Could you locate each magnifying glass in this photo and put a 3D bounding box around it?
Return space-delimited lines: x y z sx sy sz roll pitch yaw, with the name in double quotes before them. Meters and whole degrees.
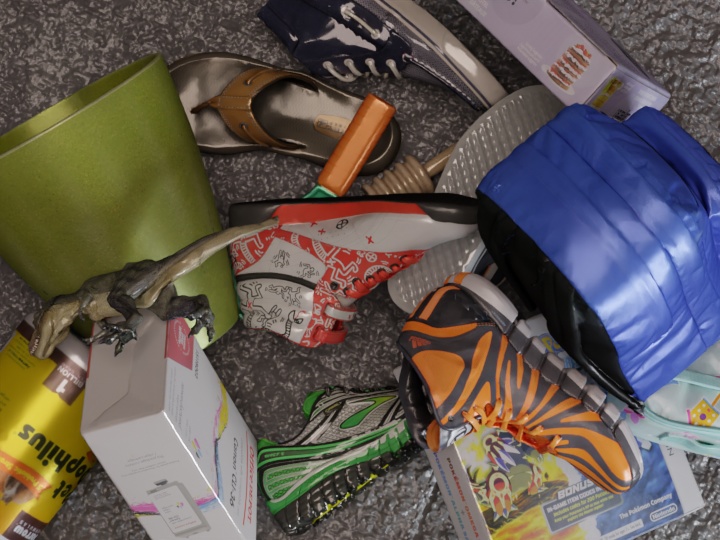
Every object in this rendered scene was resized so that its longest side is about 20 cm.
"magnifying glass" -0.034 -0.043 1.707 0.080 0.022 0.200 31 98 -1

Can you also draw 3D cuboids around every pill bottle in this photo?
"pill bottle" -0.260 0.136 1.667 0.109 0.109 0.200 38 86 2

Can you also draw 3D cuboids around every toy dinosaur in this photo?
"toy dinosaur" -0.144 0.019 1.555 0.200 0.088 0.047 -23 126 2

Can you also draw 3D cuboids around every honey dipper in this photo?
"honey dipper" 0.092 -0.105 1.729 0.200 0.038 0.038 -35 87 -5

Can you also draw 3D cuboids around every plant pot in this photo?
"plant pot" -0.178 -0.028 1.659 0.187 0.187 0.200 -31 101 -3

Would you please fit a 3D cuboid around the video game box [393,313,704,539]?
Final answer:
"video game box" 0.142 0.124 1.663 0.200 0.047 0.182 -19 83 -33

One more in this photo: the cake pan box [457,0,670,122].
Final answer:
"cake pan box" 0.127 -0.187 1.645 0.200 0.184 0.052 46 100 14

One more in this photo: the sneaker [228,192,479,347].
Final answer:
"sneaker" 0.000 0.000 1.656 0.201 0.067 0.108 -1 96 20

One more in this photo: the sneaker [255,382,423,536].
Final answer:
"sneaker" 0.005 0.110 1.690 0.200 0.078 0.085 -34 78 -8

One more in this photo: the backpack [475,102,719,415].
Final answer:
"backpack" 0.174 -0.030 1.549 0.168 0.200 0.163 -46 61 -1

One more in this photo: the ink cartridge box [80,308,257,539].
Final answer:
"ink cartridge box" -0.126 0.133 1.614 0.067 0.117 0.200 -16 131 13

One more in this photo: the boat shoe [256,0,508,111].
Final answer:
"boat shoe" 0.013 -0.168 1.721 0.200 0.075 0.093 41 92 10

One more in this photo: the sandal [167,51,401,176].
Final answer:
"sandal" -0.067 -0.118 1.717 0.200 0.055 0.082 16 86 -1

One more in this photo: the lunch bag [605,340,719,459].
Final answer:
"lunch bag" 0.286 0.067 1.672 0.200 0.077 0.161 13 68 -11

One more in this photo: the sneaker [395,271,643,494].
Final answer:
"sneaker" 0.101 0.105 1.582 0.200 0.078 0.112 44 62 2

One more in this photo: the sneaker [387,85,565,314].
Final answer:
"sneaker" 0.096 -0.050 1.699 0.078 0.079 0.200 39 95 21
